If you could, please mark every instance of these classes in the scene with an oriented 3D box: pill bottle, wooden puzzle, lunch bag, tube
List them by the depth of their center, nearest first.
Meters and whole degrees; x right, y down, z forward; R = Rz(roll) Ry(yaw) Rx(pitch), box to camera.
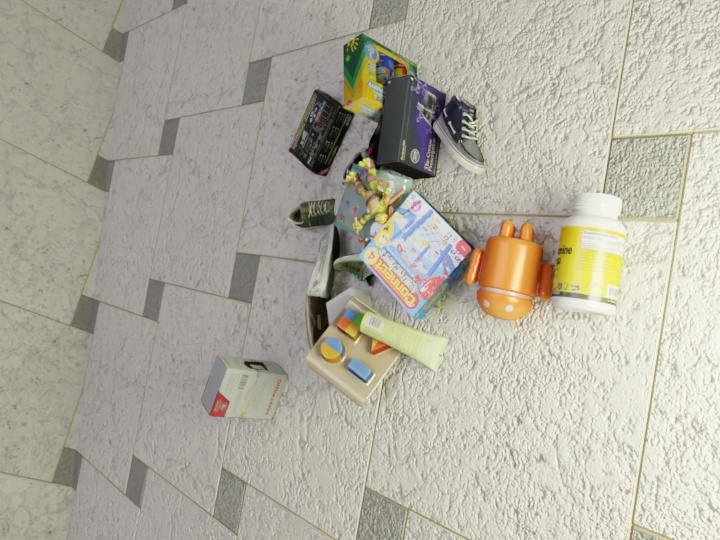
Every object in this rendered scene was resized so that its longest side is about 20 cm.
[{"bbox_3d":[0.405,-0.028,1.188,0.111,0.111,0.205,5,84,49],"label":"pill bottle"},{"bbox_3d":[0.094,0.153,1.507,0.196,0.052,0.059,22,139,18],"label":"tube"},{"bbox_3d":[-0.010,0.181,1.559,0.184,0.046,0.201,33,78,21],"label":"wooden puzzle"},{"bbox_3d":[0.044,-0.155,1.629,0.199,0.120,0.174,25,99,51],"label":"lunch bag"}]

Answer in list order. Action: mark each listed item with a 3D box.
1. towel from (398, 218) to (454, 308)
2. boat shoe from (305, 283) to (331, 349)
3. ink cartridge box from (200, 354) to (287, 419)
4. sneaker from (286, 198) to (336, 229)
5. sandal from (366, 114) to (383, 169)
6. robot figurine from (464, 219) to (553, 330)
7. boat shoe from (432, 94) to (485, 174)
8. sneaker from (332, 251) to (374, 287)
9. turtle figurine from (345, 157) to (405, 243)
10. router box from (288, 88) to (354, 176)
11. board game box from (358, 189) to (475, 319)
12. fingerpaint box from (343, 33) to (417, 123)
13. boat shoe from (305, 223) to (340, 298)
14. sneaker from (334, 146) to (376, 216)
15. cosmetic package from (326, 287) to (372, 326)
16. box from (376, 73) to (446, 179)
[{"bbox_3d":[0.151,-0.018,1.536,0.147,0.036,0.205,1,81,48],"label":"towel"},{"bbox_3d":[-0.124,0.117,1.800,0.076,0.070,0.205,-23,61,61],"label":"boat shoe"},{"bbox_3d":[-0.323,0.329,1.873,0.082,0.197,0.149,34,105,49],"label":"ink cartridge box"},{"bbox_3d":[-0.126,-0.158,1.847,0.198,0.089,0.069,-13,70,46],"label":"sneaker"},{"bbox_3d":[0.038,-0.316,1.649,0.044,0.201,0.077,12,69,7],"label":"sandal"},{"bbox_3d":[0.291,0.008,1.308,0.116,0.141,0.205,-172,94,-71],"label":"robot figurine"},{"bbox_3d":[0.231,-0.305,1.482,0.094,0.073,0.202,-59,43,31],"label":"boat shoe"},{"bbox_3d":[0.000,0.000,1.688,0.198,0.076,0.091,-12,89,52],"label":"sneaker"},{"bbox_3d":[0.034,-0.170,1.524,0.200,0.063,0.164,-48,57,47],"label":"turtle figurine"},{"bbox_3d":[-0.114,-0.392,1.912,0.150,0.061,0.203,45,114,44],"label":"router box"},{"bbox_3d":[0.125,-0.035,1.478,0.197,0.056,0.200,-49,64,13],"label":"board game box"},{"bbox_3d":[0.053,-0.449,1.629,0.073,0.197,0.171,-15,69,44],"label":"fingerpaint box"},{"bbox_3d":[-0.097,-0.028,1.771,0.063,0.075,0.207,4,73,15],"label":"boat shoe"},{"bbox_3d":[-0.026,-0.229,1.739,0.073,0.087,0.204,27,104,19],"label":"sneaker"},{"bbox_3d":[-0.015,0.158,1.657,0.101,0.070,0.204,-31,59,39],"label":"cosmetic package"},{"bbox_3d":[0.120,-0.331,1.568,0.078,0.139,0.205,2,83,48],"label":"box"}]
